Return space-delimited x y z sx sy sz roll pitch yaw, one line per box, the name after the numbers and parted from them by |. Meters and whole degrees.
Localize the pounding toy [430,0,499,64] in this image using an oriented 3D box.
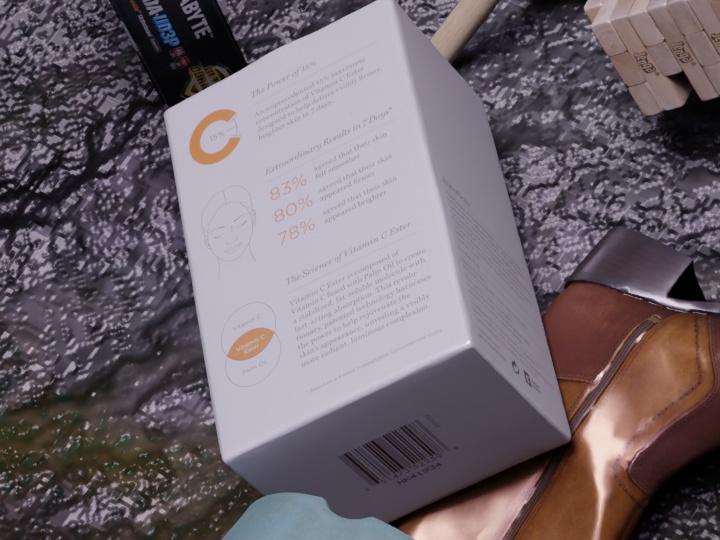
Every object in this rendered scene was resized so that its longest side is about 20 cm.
0.121 -0.197 1.337 0.200 0.184 0.142 4 51 17 | pounding toy

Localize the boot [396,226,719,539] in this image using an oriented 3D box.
0.123 0.094 1.229 0.188 0.069 0.200 28 73 26 | boot

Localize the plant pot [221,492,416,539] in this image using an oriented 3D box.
-0.033 0.209 1.148 0.200 0.200 0.196 23 63 25 | plant pot

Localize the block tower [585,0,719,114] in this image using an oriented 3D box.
0.196 -0.122 1.255 0.200 0.058 0.054 -15 32 37 | block tower

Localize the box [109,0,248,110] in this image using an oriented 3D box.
-0.115 -0.171 1.387 0.046 0.159 0.200 -26 58 -1 | box

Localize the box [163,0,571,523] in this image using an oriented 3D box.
0.000 0.000 1.270 0.124 0.097 0.200 -26 51 18 | box
